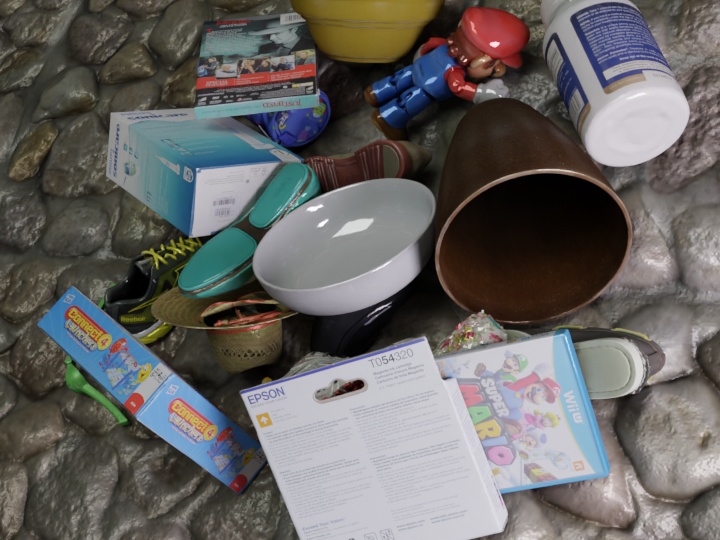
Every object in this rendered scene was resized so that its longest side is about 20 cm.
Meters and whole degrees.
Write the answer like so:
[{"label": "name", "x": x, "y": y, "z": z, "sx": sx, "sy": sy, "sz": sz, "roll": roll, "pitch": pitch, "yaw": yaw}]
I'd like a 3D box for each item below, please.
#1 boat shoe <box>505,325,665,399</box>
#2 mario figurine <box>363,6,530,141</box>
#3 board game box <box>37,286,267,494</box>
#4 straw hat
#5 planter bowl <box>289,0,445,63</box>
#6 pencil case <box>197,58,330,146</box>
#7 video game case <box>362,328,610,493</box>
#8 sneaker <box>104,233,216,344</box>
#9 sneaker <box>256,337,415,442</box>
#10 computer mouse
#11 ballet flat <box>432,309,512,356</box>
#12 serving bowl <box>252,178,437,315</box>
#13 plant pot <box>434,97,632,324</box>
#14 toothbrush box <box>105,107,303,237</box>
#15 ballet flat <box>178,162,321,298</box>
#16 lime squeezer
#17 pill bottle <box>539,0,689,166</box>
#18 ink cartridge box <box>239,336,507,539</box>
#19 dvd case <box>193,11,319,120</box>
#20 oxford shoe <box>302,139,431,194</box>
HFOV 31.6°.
[{"label": "boat shoe", "x": 0.191, "y": 0.088, "z": 1.205, "sx": 0.201, "sy": 0.061, "sz": 0.072, "roll": -1, "pitch": 98, "yaw": 46}, {"label": "mario figurine", "x": 0.110, "y": -0.217, "z": 1.451, "sx": 0.200, "sy": 0.106, "sz": 0.123, "roll": -31, "pitch": 86, "yaw": 24}, {"label": "board game box", "x": -0.212, "y": 0.125, "z": 1.326, "sx": 0.196, "sy": 0.200, "sz": 0.056, "roll": 33, "pitch": 80, "yaw": 39}, {"label": "straw hat", "x": -0.126, "y": 0.067, "z": 1.381, "sx": 0.201, "sy": 0.085, "sz": 0.201, "roll": -7, "pitch": 17, "yaw": 2}, {"label": "planter bowl", "x": 0.006, "y": -0.292, "z": 1.507, "sx": 0.200, "sy": 0.200, "sz": 0.083, "roll": 16, "pitch": 111, "yaw": 36}, {"label": "pencil case", "x": -0.123, "y": -0.217, "z": 1.567, "sx": 0.087, "sy": 0.078, "sz": 0.200, "roll": -50, "pitch": 50, "yaw": -3}, {"label": "video game case", "x": 0.115, "y": 0.140, "z": 1.179, "sx": 0.200, "sy": 0.143, "sz": 0.018, "roll": -14, "pitch": 13, "yaw": 22}, {"label": "sneaker", "x": -0.214, "y": -0.002, "z": 1.482, "sx": 0.200, "sy": 0.085, "sz": 0.074, "roll": -49, "pitch": 51, "yaw": -6}, {"label": "sneaker", "x": -0.024, "y": 0.110, "z": 1.306, "sx": 0.200, "sy": 0.078, "sz": 0.082, "roll": -23, "pitch": 52, "yaw": 16}, {"label": "computer mouse", "x": 0.000, "y": 0.000, "z": 1.380, "sx": 0.200, "sy": 0.046, "sz": 0.140, "roll": -43, "pitch": 51, "yaw": 0}, {"label": "ballet flat", "x": 0.072, "y": 0.113, "z": 1.237, "sx": 0.200, "sy": 0.076, "sz": 0.064, "roll": -41, "pitch": 40, "yaw": 26}, {"label": "serving bowl", "x": -0.008, "y": -0.015, "z": 1.310, "sx": 0.200, "sy": 0.066, "sz": 0.200, "roll": -17, "pitch": 30, "yaw": 10}, {"label": "plant pot", "x": 0.155, "y": -0.082, "z": 1.273, "sx": 0.187, "sy": 0.187, "sz": 0.200, "roll": -25, "pitch": 38, "yaw": 15}, {"label": "toothbrush box", "x": -0.184, "y": -0.120, "z": 1.478, "sx": 0.200, "sy": 0.146, "sz": 0.085, "roll": 33, "pitch": 123, "yaw": 42}, {"label": "ballet flat", "x": -0.112, "y": -0.030, "z": 1.401, "sx": 0.200, "sy": 0.070, "sz": 0.067, "roll": -47, "pitch": 50, "yaw": -10}, {"label": "lime squeezer", "x": -0.317, "y": 0.101, "z": 1.508, "sx": 0.071, "sy": 0.038, "sz": 0.200, "roll": -24, "pitch": 51, "yaw": 15}, {"label": "pill bottle", "x": 0.255, "y": -0.214, "z": 1.323, "sx": 0.111, "sy": 0.111, "sz": 0.200, "roll": -26, "pitch": 52, "yaw": 14}, {"label": "ink cartridge box", "x": 0.012, "y": 0.171, "z": 1.190, "sx": 0.196, "sy": 0.200, "sz": 0.043, "roll": -17, "pitch": 9, "yaw": 20}, {"label": "dvd case", "x": -0.122, "y": -0.250, "z": 1.527, "sx": 0.146, "sy": 0.022, "sz": 0.200, "roll": -6, "pitch": 41, "yaw": 2}, {"label": "oxford shoe", "x": -0.006, "y": -0.101, "z": 1.446, "sx": 0.200, "sy": 0.075, "sz": 0.070, "roll": -9, "pitch": 91, "yaw": 41}]
